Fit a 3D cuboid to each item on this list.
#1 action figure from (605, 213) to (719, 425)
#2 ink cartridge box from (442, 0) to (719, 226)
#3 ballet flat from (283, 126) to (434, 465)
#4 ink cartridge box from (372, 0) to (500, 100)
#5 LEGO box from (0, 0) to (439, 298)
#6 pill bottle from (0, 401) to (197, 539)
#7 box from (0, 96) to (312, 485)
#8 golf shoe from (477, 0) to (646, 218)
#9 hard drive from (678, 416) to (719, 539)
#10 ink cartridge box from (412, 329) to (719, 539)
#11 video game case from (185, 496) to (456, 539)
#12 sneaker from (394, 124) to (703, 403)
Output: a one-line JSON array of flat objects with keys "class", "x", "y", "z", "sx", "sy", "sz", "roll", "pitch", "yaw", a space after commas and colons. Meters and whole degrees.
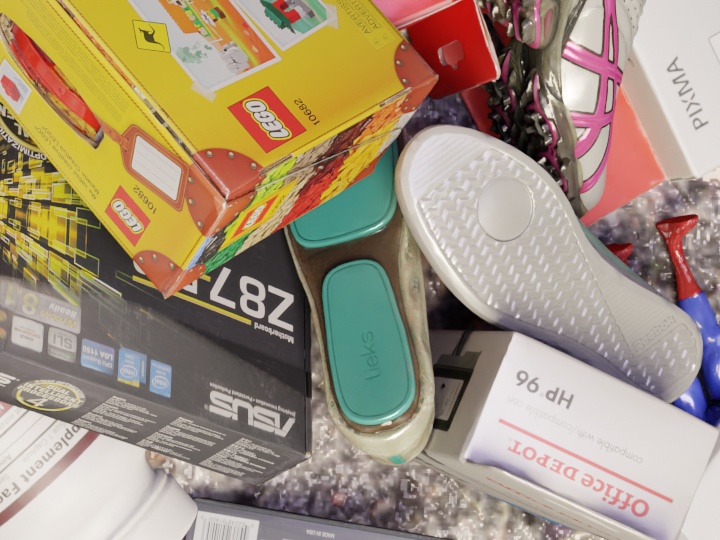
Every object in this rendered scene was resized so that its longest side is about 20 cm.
[{"class": "action figure", "x": 0.187, "y": 0.074, "z": 1.132, "sx": 0.065, "sy": 0.052, "sz": 0.201, "roll": -24, "pitch": 97, "yaw": -19}, {"class": "ink cartridge box", "x": 0.129, "y": -0.136, "z": 1.121, "sx": 0.173, "sy": 0.044, "sz": 0.201, "roll": -29, "pitch": 96, "yaw": -15}, {"class": "ballet flat", "x": 0.000, "y": 0.000, "z": 1.030, "sx": 0.067, "sy": 0.062, "sz": 0.201, "roll": -9, "pitch": 64, "yaw": 10}, {"class": "ink cartridge box", "x": -0.010, "y": -0.171, "z": 1.047, "sx": 0.067, "sy": 0.116, "sz": 0.201, "roll": -23, "pitch": 94, "yaw": -14}, {"class": "LEGO box", "x": -0.087, "y": -0.110, "z": 0.958, "sx": 0.149, "sy": 0.077, "sz": 0.200, "roll": -32, "pitch": 77, "yaw": -41}, {"class": "pill bottle", "x": -0.173, "y": 0.067, "z": 1.003, "sx": 0.113, "sy": 0.113, "sz": 0.200, "roll": -43, "pitch": 100, "yaw": -11}, {"class": "box", "x": -0.112, "y": -0.004, "z": 0.987, "sx": 0.199, "sy": 0.049, "sz": 0.162, "roll": 23, "pitch": 53, "yaw": -34}, {"class": "golf shoe", "x": 0.108, "y": -0.109, "z": 1.045, "sx": 0.092, "sy": 0.073, "sz": 0.201, "roll": -28, "pitch": 136, "yaw": -16}, {"class": "hard drive", "x": 0.247, "y": 0.097, "z": 1.125, "sx": 0.132, "sy": 0.025, "sz": 0.200, "roll": 49, "pitch": 67, "yaw": -23}, {"class": "ink cartridge box", "x": 0.092, "y": 0.081, "z": 1.026, "sx": 0.115, "sy": 0.200, "sz": 0.068, "roll": 25, "pitch": 84, "yaw": -13}, {"class": "video game case", "x": -0.032, "y": 0.222, "z": 1.047, "sx": 0.142, "sy": 0.019, "sz": 0.202, "roll": 7, "pitch": 86, "yaw": 18}, {"class": "sneaker", "x": 0.069, "y": -0.006, "z": 1.058, "sx": 0.200, "sy": 0.118, "sz": 0.074, "roll": 39, "pitch": 82, "yaw": -30}]
